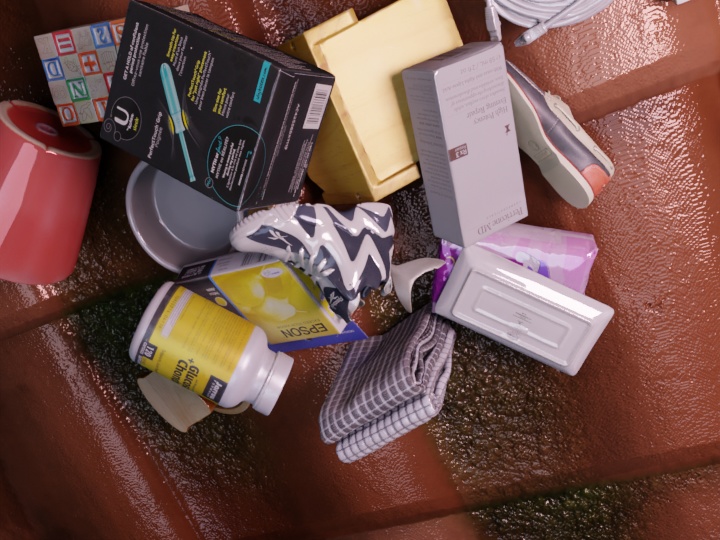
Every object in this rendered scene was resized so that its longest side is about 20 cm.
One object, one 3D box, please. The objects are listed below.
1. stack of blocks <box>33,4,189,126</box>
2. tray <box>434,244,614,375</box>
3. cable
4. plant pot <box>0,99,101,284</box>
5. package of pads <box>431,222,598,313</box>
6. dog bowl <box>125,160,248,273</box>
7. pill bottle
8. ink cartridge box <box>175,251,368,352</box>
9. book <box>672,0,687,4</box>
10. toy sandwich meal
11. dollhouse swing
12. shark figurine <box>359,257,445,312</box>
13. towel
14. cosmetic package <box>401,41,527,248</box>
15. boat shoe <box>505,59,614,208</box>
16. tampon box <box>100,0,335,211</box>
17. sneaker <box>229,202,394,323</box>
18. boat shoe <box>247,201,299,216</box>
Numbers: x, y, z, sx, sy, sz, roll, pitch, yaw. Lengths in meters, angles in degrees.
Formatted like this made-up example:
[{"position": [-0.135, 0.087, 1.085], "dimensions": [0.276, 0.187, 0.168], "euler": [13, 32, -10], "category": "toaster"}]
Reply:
[{"position": [-0.304, -0.261, 0.979], "dimensions": [0.194, 0.059, 0.118], "euler": [-5, 113, 17], "category": "stack of blocks"}, {"position": [0.195, 0.053, 0.924], "dimensions": [0.196, 0.022, 0.109], "euler": [24, 122, 2], "category": "tray"}, {"position": [0.201, -0.360, 0.794], "dimensions": [0.195, 0.069, 0.204], "euler": [-17, 107, 21], "category": "cable"}, {"position": [-0.445, -0.113, 1.021], "dimensions": [0.197, 0.201, 0.180], "euler": [31, 109, -1], "category": "plant pot"}, {"position": [0.189, 0.003, 0.957], "dimensions": [0.194, 0.076, 0.124], "euler": [9, 114, 11], "category": "package of pads"}, {"position": [-0.230, -0.085, 1.040], "dimensions": [0.194, 0.059, 0.206], "euler": [6, 115, 13], "category": "dog bowl"}, {"position": [-0.190, 0.107, 0.994], "dimensions": [0.196, 0.113, 0.113], "euler": [28, 118, -5], "category": "pill bottle"}, {"position": [-0.119, 0.056, 1.022], "dimensions": [0.194, 0.048, 0.201], "euler": [-12, 129, 34], "category": "ink cartridge box"}, {"position": [0.355, -0.389, 0.753], "dimensions": [0.130, 0.048, 0.204], "euler": [-15, 110, 18], "category": "book"}, {"position": [-0.249, 0.156, 1.120], "dimensions": [0.201, 0.071, 0.209], "euler": [20, 135, 21], "category": "toy sandwich meal"}, {"position": [0.017, -0.215, 0.928], "dimensions": [0.180, 0.174, 0.204], "euler": [5, 125, 60], "category": "dollhouse swing"}, {"position": [0.002, -0.013, 0.987], "dimensions": [0.129, 0.090, 0.213], "euler": [49, 148, -16], "category": "shark figurine"}, {"position": [0.039, 0.135, 0.988], "dimensions": [0.164, 0.201, 0.086], "euler": [-37, 102, 28], "category": "towel"}, {"position": [0.120, -0.141, 0.862], "dimensions": [0.100, 0.074, 0.205], "euler": [-25, 115, -21], "category": "cosmetic package"}, {"position": [0.217, -0.167, 0.882], "dimensions": [0.063, 0.071, 0.201], "euler": [-43, 97, -16], "category": "boat shoe"}, {"position": [-0.154, -0.177, 0.823], "dimensions": [0.197, 0.126, 0.153], "euler": [28, 109, 19], "category": "tampon box"}, {"position": [-0.048, -0.003, 0.876], "dimensions": [0.194, 0.079, 0.134], "euler": [-3, 77, -24], "category": "sneaker"}, {"position": [-0.110, -0.111, 0.994], "dimensions": [0.069, 0.069, 0.206], "euler": [10, 107, 38], "category": "boat shoe"}]
